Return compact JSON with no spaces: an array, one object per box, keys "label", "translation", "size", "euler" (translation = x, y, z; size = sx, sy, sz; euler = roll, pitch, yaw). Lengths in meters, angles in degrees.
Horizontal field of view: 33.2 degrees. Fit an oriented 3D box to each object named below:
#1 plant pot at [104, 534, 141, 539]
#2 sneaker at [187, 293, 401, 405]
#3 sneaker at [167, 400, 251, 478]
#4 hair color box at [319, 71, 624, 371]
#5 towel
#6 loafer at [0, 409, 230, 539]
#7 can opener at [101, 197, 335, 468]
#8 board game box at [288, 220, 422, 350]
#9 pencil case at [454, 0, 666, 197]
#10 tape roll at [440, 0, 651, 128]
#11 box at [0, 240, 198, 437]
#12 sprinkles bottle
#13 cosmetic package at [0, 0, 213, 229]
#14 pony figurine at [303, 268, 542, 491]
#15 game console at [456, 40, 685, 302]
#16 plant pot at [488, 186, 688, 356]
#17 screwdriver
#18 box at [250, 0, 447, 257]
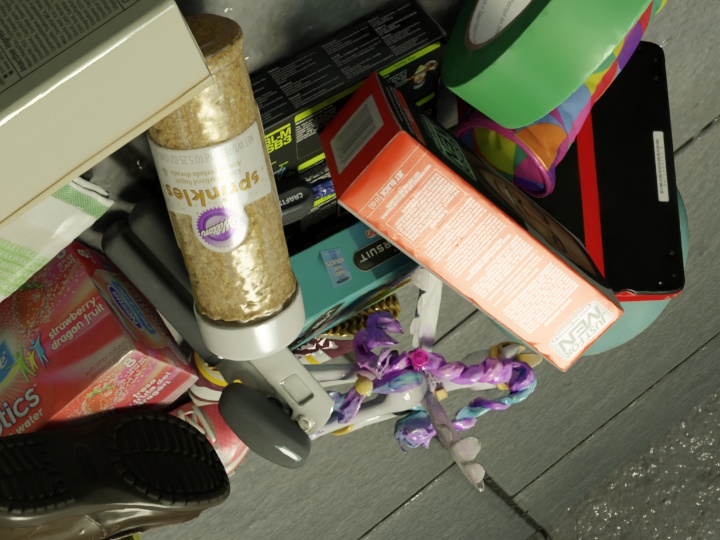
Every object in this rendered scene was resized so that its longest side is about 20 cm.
[{"label":"plant pot","translation":[-0.277,0.268,0.972],"size":[0.199,0.202,0.193],"euler":[-27,167,-22]},{"label":"sneaker","translation":[-0.060,0.057,1.029],"size":[0.198,0.076,0.090],"euler":[-16,158,-30]},{"label":"sneaker","translation":[-0.169,0.159,1.041],"size":[0.199,0.074,0.087],"euler":[-34,155,-9]},{"label":"hair color box","translation":[0.070,-0.030,0.771],"size":[0.199,0.102,0.061],"euler":[36,108,-26]},{"label":"towel","translation":[-0.253,-0.008,0.685],"size":[0.199,0.031,0.149],"euler":[-39,154,7]},{"label":"loafer","translation":[-0.170,0.137,0.763],"size":[0.199,0.074,0.071],"euler":[7,137,-46]},{"label":"can opener","translation":[-0.093,0.046,0.795],"size":[0.053,0.200,0.067],"euler":[-34,-162,21]},{"label":"board game box","translation":[0.000,0.000,0.928],"size":[0.199,0.047,0.151],"euler":[-29,173,-27]},{"label":"pencil case","translation":[0.146,-0.148,0.850],"size":[0.201,0.088,0.089],"euler":[-54,162,-18]},{"label":"tape roll","translation":[0.124,-0.182,0.722],"size":[0.201,0.048,0.201],"euler":[-52,-164,21]},{"label":"box","translation":[-0.223,0.086,0.798],"size":[0.199,0.103,0.095],"euler":[-39,155,6]},{"label":"sprinkles bottle","translation":[-0.082,-0.044,0.706],"size":[0.068,0.068,0.202],"euler":[-27,128,-22]},{"label":"cosmetic package","translation":[-0.180,-0.082,0.553],"size":[0.199,0.104,0.073],"euler":[-35,157,-5]},{"label":"pony figurine","translation":[0.032,0.080,0.890],"size":[0.197,0.169,0.193],"euler":[-11,173,10]},{"label":"game console","translation":[0.158,-0.076,0.906],"size":[0.175,0.203,0.031],"euler":[-1,174,-22]},{"label":"plant pot","translation":[0.160,-0.042,0.997],"size":[0.200,0.201,0.135],"euler":[-41,153,9]},{"label":"screwdriver","translation":[-0.001,-0.063,0.814],"size":[0.198,0.029,0.028],"euler":[-21,151,-22]},{"label":"box","translation":[-0.037,-0.074,0.845],"size":[0.199,0.048,0.194],"euler":[-30,153,-16]}]
